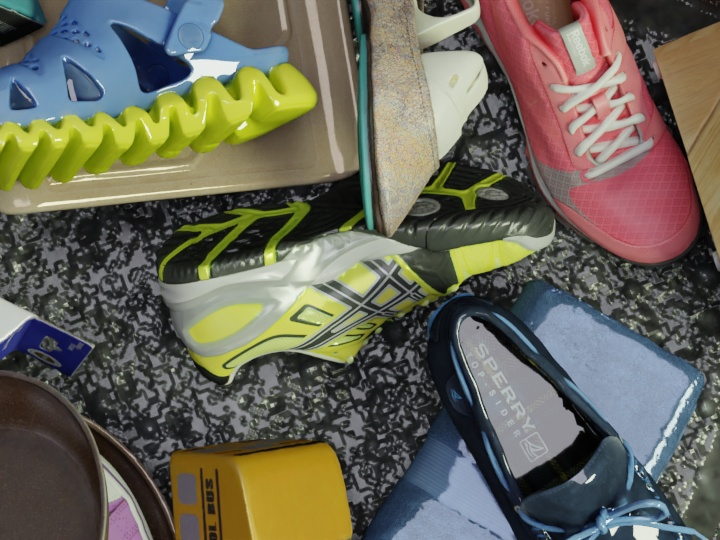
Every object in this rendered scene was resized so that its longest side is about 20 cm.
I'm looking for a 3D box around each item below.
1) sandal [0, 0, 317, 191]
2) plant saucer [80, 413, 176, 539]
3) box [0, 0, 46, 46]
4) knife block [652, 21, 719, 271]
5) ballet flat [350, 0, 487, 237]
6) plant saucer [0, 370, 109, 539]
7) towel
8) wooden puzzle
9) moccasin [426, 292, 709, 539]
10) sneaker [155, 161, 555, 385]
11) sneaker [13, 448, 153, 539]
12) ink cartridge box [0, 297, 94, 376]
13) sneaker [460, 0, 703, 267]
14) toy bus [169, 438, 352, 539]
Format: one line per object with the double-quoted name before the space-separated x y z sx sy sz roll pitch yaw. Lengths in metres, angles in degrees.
"sandal" -0.120 -0.091 1.004 0.199 0.079 0.088 -15 85 -33
"plant saucer" -0.183 0.161 1.071 0.199 0.037 0.202 0 85 -1
"box" -0.252 -0.100 0.995 0.199 0.082 0.049 -23 85 8
"knife block" 0.239 -0.085 1.044 0.175 0.064 0.201 -20 55 14
"ballet flat" 0.027 -0.111 1.053 0.067 0.068 0.201 -6 64 2
"plant saucer" -0.191 0.142 0.994 0.199 0.032 0.201 -17 55 25
"towel" 0.078 0.112 1.071 0.111 0.049 0.201 32 86 2
"wooden puzzle" -0.103 -0.126 1.074 0.199 0.037 0.186 -7 84 -24
"moccasin" 0.092 0.101 1.013 0.080 0.068 0.200 -41 86 -3
"sneaker" 0.000 0.000 1.079 0.199 0.075 0.077 -11 117 -5
"sneaker" -0.124 0.176 0.997 0.072 0.114 0.202 -14 84 0
"ink cartridge box" -0.227 0.010 1.037 0.199 0.095 0.037 25 74 -8
"sneaker" 0.104 -0.091 1.069 0.073 0.087 0.201 -29 86 -2
"toy bus" -0.042 0.184 1.038 0.065 0.078 0.201 -5 91 -42
